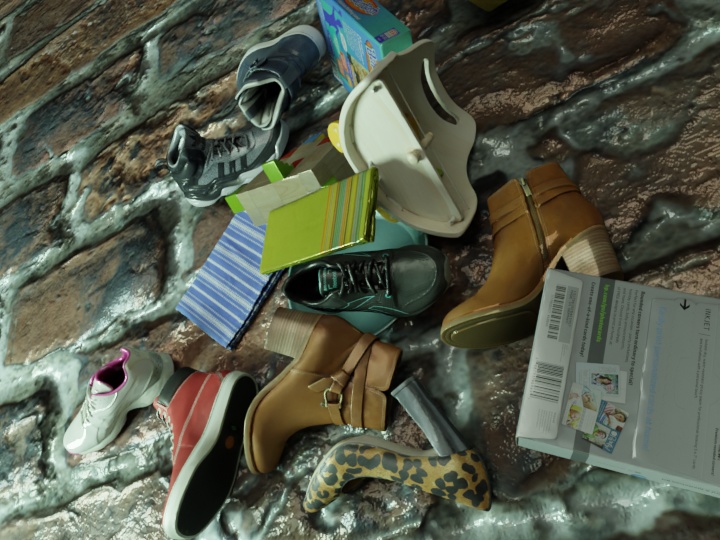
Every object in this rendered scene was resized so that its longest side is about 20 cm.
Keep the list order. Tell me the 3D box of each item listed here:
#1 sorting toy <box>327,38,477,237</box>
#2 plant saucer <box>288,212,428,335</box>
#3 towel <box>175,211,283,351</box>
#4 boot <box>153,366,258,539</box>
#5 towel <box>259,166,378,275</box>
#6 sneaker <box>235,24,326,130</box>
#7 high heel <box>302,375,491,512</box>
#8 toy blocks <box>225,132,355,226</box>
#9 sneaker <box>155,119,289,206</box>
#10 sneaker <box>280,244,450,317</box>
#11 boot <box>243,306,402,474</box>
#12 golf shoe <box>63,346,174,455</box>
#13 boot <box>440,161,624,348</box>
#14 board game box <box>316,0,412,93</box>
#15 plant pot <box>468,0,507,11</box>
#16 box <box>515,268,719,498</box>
[{"bbox_3d":[0.069,-0.168,0.821,0.105,0.202,0.181,-7,36,46],"label":"sorting toy"},{"bbox_3d":[0.000,0.000,0.866,0.196,0.036,0.205,-16,58,27],"label":"plant saucer"},{"bbox_3d":[-0.167,-0.006,0.989,0.143,0.024,0.203,27,82,41],"label":"towel"},{"bbox_3d":[-0.217,0.216,0.876,0.141,0.073,0.204,-1,57,33],"label":"boot"},{"bbox_3d":[-0.051,-0.052,0.825,0.197,0.018,0.088,-16,59,47],"label":"towel"},{"bbox_3d":[-0.148,-0.263,1.039,0.200,0.077,0.148,-14,42,51],"label":"sneaker"},{"bbox_3d":[0.032,0.224,0.718,0.200,0.071,0.143,-47,70,20],"label":"high heel"},{"bbox_3d":[-0.066,-0.129,0.931,0.197,0.101,0.137,-10,31,43],"label":"toy blocks"},{"bbox_3d":[-0.204,-0.176,1.045,0.197,0.114,0.077,-30,53,17],"label":"sneaker"},{"bbox_3d":[0.003,0.016,0.773,0.196,0.079,0.078,-11,82,31],"label":"sneaker"},{"bbox_3d":[-0.041,0.152,0.797,0.151,0.077,0.205,16,95,10],"label":"boot"},{"bbox_3d":[-0.345,0.172,0.970,0.199,0.091,0.076,-42,52,9],"label":"golf shoe"},{"bbox_3d":[0.157,-0.016,0.750,0.196,0.074,0.157,-23,55,7],"label":"boot"},{"bbox_3d":[0.010,-0.279,0.931,0.044,0.154,0.201,-27,50,-10],"label":"board game box"},{"bbox_3d":[0.159,-0.421,0.906,0.144,0.197,0.201,-58,46,25],"label":"plant pot"},{"bbox_3d":[0.244,0.093,0.612,0.195,0.041,0.160,10,70,18],"label":"box"}]
